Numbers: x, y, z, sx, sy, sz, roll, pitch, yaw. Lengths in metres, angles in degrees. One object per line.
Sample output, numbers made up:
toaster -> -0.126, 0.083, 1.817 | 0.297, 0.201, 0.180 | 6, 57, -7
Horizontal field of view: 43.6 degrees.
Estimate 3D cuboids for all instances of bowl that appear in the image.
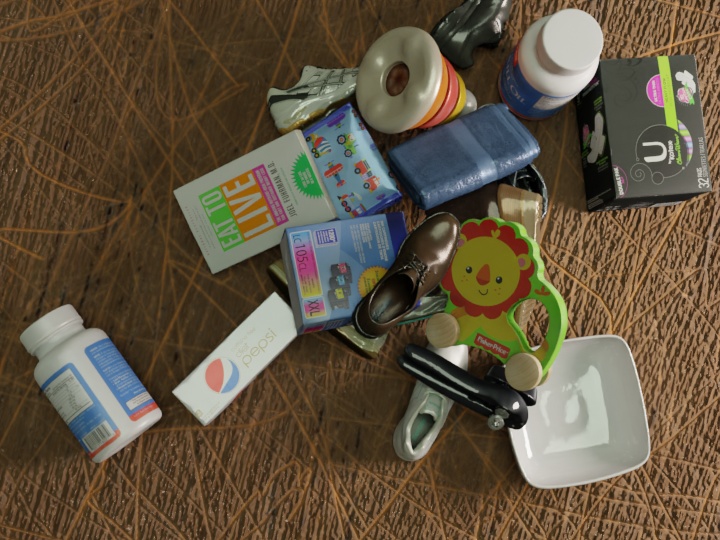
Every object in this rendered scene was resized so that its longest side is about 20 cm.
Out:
bowl -> 0.298, 0.201, 1.291 | 0.198, 0.075, 0.202 | -10, 84, -6

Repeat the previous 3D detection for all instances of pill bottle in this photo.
pill bottle -> 0.270, -0.293, 1.274 | 0.111, 0.200, 0.113 | 1, 83, -4
pill bottle -> -0.370, 0.150, 1.226 | 0.112, 0.112, 0.201 | -35, 87, -7

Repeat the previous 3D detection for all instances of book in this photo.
book -> -0.147, -0.095, 1.274 | 0.199, 0.048, 0.135 | -25, 91, 13

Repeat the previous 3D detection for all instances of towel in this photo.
towel -> 0.143, -0.158, 1.257 | 0.199, 0.049, 0.112 | -24, 60, -16

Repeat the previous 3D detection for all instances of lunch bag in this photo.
lunch bag -> -0.060, -0.121, 1.300 | 0.199, 0.094, 0.151 | -30, 89, 2

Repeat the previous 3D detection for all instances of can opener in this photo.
can opener -> 0.142, 0.158, 1.232 | 0.198, 0.079, 0.064 | 21, 127, 3

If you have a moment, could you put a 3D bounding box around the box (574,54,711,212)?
box -> 0.410, -0.198, 1.321 | 0.147, 0.124, 0.202 | -5, 85, -6

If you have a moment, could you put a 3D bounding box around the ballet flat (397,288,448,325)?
ballet flat -> 0.131, 0.035, 1.299 | 0.198, 0.067, 0.064 | -8, 92, -4

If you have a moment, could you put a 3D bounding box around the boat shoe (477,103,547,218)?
boat shoe -> 0.224, -0.158, 1.317 | 0.070, 0.091, 0.202 | -18, 85, -6

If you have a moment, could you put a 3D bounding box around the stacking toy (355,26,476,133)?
stacking toy -> 0.102, -0.249, 1.286 | 0.145, 0.199, 0.148 | -8, 78, 39

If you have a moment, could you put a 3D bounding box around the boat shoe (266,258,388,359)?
boat shoe -> -0.044, 0.044, 1.288 | 0.200, 0.074, 0.067 | 40, 75, -6

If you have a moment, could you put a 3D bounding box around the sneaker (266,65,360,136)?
sneaker -> -0.045, -0.273, 1.319 | 0.199, 0.076, 0.088 | -29, 78, -12

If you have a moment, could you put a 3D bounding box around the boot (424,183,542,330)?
boot -> 0.168, -0.022, 1.268 | 0.165, 0.072, 0.202 | 5, 91, 24

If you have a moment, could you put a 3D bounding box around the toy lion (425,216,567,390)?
toy lion -> 0.185, 0.033, 1.194 | 0.199, 0.068, 0.193 | 27, 102, 26

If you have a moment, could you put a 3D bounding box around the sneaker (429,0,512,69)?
sneaker -> 0.192, -0.388, 1.359 | 0.091, 0.076, 0.200 | 43, 89, -8

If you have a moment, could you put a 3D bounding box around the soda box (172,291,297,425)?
soda box -> -0.169, 0.124, 1.269 | 0.068, 0.064, 0.200 | 45, 83, 2

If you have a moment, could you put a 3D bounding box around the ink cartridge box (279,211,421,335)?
ink cartridge box -> 0.000, 0.000, 1.231 | 0.198, 0.076, 0.138 | -9, 80, -16

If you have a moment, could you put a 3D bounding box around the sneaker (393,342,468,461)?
sneaker -> 0.107, 0.177, 1.277 | 0.070, 0.080, 0.202 | 21, 81, 0

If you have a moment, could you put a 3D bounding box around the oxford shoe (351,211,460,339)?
oxford shoe -> 0.072, 0.004, 1.161 | 0.072, 0.084, 0.201 | 36, 75, -3
